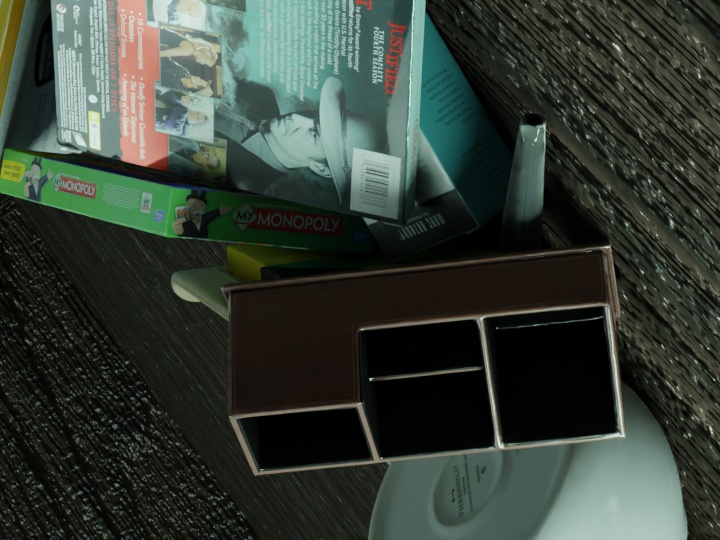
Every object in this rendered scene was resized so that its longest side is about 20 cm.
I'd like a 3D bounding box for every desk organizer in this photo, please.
[{"bbox_3d":[0.034,0.047,1.339,0.072,0.200,0.077,73,-168,-57],"label":"desk organizer"}]

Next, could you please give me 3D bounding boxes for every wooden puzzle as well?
[{"bbox_3d":[0.000,0.000,1.488,0.200,0.185,0.037,-167,71,-73],"label":"wooden puzzle"}]

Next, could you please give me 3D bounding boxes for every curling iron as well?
[{"bbox_3d":[0.074,-0.007,1.364,0.200,0.049,0.026,104,154,-49],"label":"curling iron"}]

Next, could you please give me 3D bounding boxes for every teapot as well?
[{"bbox_3d":[0.109,0.145,1.450,0.146,0.200,0.197,32,163,-29],"label":"teapot"}]

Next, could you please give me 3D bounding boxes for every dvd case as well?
[{"bbox_3d":[-0.066,-0.105,1.356,0.200,0.022,0.146,14,129,15],"label":"dvd case"}]

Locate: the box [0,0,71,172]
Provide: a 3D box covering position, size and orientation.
[{"bbox_3d":[-0.194,-0.128,1.593,0.041,0.119,0.200,17,-167,13],"label":"box"}]

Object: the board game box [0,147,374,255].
[{"bbox_3d":[-0.101,-0.040,1.490,0.200,0.134,0.029,15,97,55],"label":"board game box"}]

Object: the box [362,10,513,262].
[{"bbox_3d":[0.003,-0.108,1.393,0.082,0.049,0.200,-21,103,52],"label":"box"}]

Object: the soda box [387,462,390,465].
[{"bbox_3d":[-0.001,0.043,1.887,0.200,0.068,0.064,60,175,-13],"label":"soda box"}]
